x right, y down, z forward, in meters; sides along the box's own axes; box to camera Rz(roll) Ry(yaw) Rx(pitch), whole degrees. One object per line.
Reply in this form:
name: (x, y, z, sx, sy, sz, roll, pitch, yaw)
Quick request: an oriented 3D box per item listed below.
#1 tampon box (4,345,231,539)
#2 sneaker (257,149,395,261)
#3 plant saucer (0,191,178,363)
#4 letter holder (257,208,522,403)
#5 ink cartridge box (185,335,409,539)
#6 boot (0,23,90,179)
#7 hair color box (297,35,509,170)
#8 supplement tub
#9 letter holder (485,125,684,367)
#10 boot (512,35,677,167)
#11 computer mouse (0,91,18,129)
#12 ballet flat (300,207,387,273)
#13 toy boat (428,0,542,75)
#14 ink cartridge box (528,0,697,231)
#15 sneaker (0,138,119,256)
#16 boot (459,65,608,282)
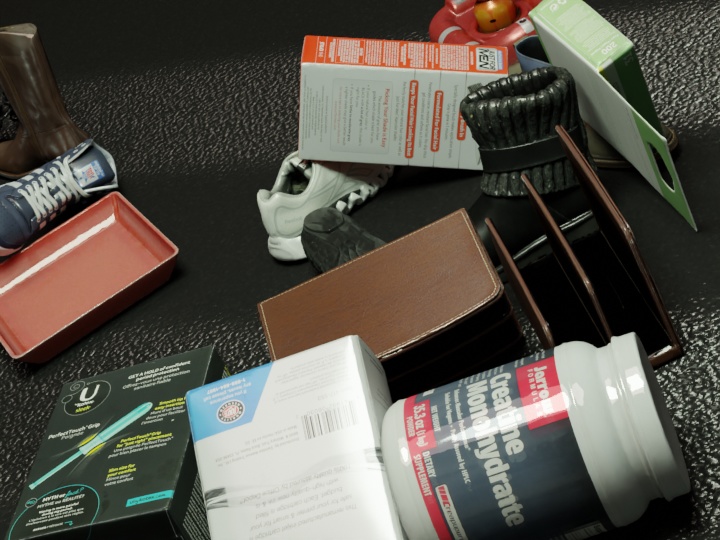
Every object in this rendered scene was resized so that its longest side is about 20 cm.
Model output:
tampon box: (-0.177, 0.184, 1.548, 0.150, 0.126, 0.200, -14, 33, 18)
sneaker: (-0.031, -0.098, 1.897, 0.075, 0.081, 0.200, 4, 41, 42)
plant saucer: (-0.299, 0.013, 1.973, 0.199, 0.037, 0.200, -34, 32, -12)
letter holder: (0.032, 0.060, 1.589, 0.200, 0.101, 0.142, -25, 33, 3)
ink cartridge box: (-0.038, 0.170, 1.431, 0.146, 0.086, 0.200, -19, 63, 11)
boot: (-0.409, -0.205, 2.212, 0.186, 0.200, 0.064, 0, 40, 36)
hair color box: (0.041, -0.164, 1.842, 0.199, 0.111, 0.064, 4, 35, 1)
supplement tub: (0.127, 0.135, 1.384, 0.200, 0.141, 0.140, -20, 32, 11)
letter holder: (0.171, -0.014, 1.565, 0.100, 0.142, 0.200, -25, 32, 2)
boot: (0.215, -0.162, 1.791, 0.075, 0.097, 0.200, -39, 33, -19)
computer mouse: (-0.495, -0.173, 2.333, 0.200, 0.053, 0.138, -37, 4, -7)
ballet flat: (0.000, 0.000, 1.758, 0.066, 0.057, 0.200, -27, 33, -8)
toy boat: (0.141, -0.275, 1.978, 0.130, 0.131, 0.200, -30, 31, -6)
ink cartridge box: (0.236, -0.143, 1.648, 0.048, 0.146, 0.200, -39, 52, -4)
sneaker: (-0.338, -0.084, 2.059, 0.108, 0.070, 0.200, -23, 11, 26)
boot: (0.115, -0.079, 1.687, 0.211, 0.158, 0.079, -28, 31, -1)
